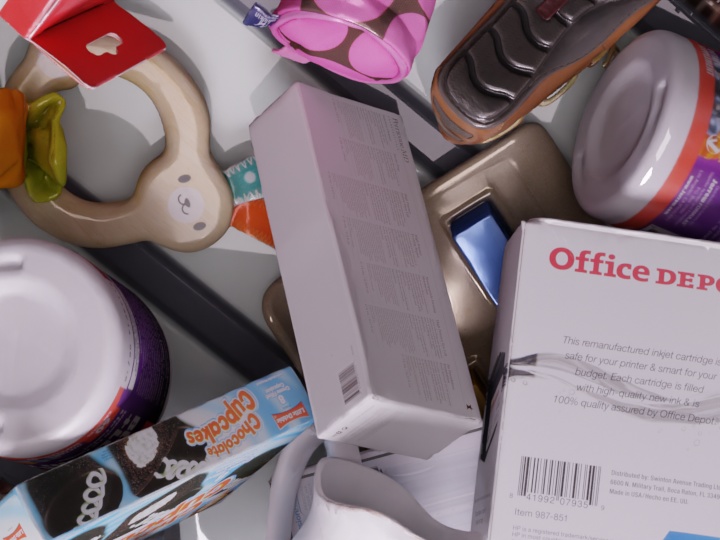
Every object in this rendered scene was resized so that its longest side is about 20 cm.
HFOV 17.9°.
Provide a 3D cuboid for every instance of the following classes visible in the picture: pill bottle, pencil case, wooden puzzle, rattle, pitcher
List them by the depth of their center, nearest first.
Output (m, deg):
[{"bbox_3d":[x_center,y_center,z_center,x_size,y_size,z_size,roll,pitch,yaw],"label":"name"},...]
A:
[{"bbox_3d":[-0.030,0.193,1.231,0.120,0.172,0.201,18,104,-28],"label":"pitcher"},{"bbox_3d":[0.011,-0.205,1.235,0.090,0.094,0.202,26,75,-22],"label":"pencil case"},{"bbox_3d":[-0.164,0.053,1.247,0.110,0.200,0.113,-1,81,6],"label":"pill bottle"},{"bbox_3d":[-0.115,-0.056,1.273,0.199,0.143,0.131,31,83,-4],"label":"rattle"},{"bbox_3d":[0.229,-0.051,1.292,0.199,0.111,0.112,20,103,-21],"label":"pill bottle"},{"bbox_3d":[0.069,0.040,1.344,0.199,0.046,0.186,-33,106,5],"label":"wooden puzzle"}]

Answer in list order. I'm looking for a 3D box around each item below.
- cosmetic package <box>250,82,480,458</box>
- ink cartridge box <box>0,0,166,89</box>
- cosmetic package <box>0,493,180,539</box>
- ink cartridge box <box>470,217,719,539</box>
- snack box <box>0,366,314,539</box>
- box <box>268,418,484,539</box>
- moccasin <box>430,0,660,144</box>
[{"bbox_3d":[0.000,0.000,1.252,0.082,0.201,0.051,14,140,-38],"label":"cosmetic package"},{"bbox_3d":[-0.180,-0.195,1.214,0.200,0.116,0.067,42,115,2],"label":"ink cartridge box"},{"bbox_3d":[-0.159,0.251,1.312,0.122,0.200,0.201,-5,104,1],"label":"cosmetic package"},{"bbox_3d":[0.140,0.085,1.230,0.144,0.084,0.202,8,80,-4],"label":"ink cartridge box"},{"bbox_3d":[-0.125,0.120,1.214,0.116,0.199,0.037,-42,76,44],"label":"snack box"},{"bbox_3d":[0.058,0.149,1.307,0.198,0.060,0.118,-17,82,5],"label":"box"},{"bbox_3d":[0.121,-0.144,1.291,0.074,0.078,0.202,40,81,4],"label":"moccasin"}]
